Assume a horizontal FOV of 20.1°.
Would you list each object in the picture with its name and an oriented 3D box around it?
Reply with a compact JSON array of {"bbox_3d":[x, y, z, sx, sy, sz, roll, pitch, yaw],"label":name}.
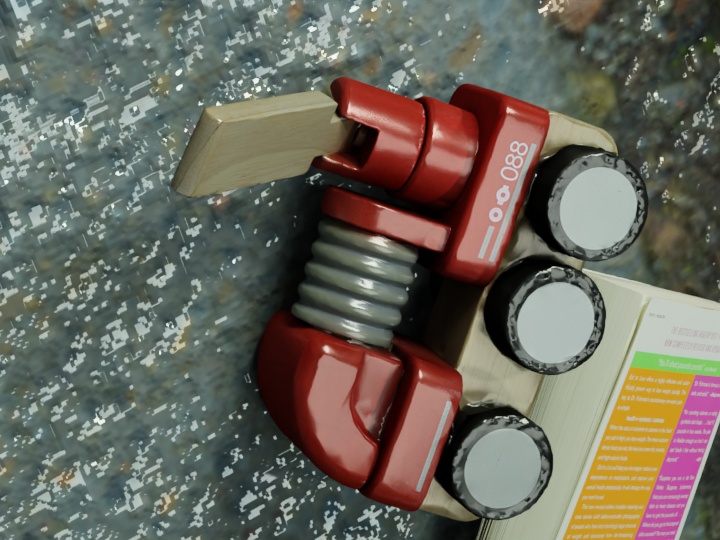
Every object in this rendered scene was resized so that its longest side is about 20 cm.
[{"bbox_3d":[0.114,0.106,0.940,0.134,0.048,0.200,12,98,-53],"label":"book"},{"bbox_3d":[0.000,0.000,0.830,0.200,0.129,0.176,18,96,-20],"label":"toy fire truck"}]
